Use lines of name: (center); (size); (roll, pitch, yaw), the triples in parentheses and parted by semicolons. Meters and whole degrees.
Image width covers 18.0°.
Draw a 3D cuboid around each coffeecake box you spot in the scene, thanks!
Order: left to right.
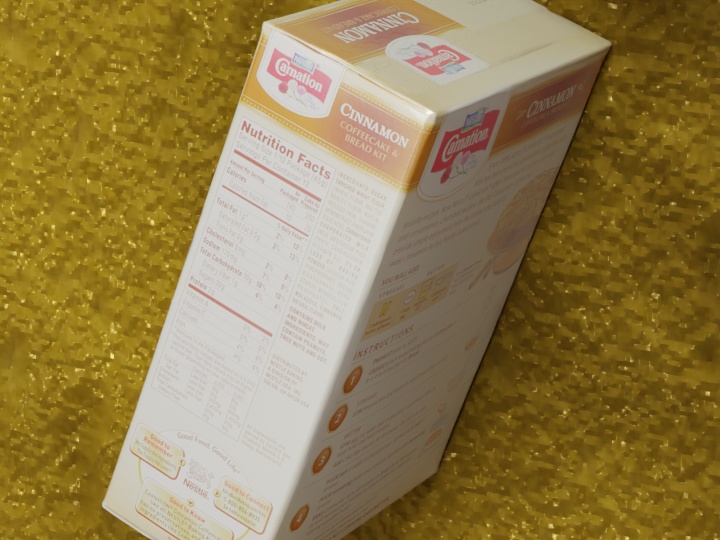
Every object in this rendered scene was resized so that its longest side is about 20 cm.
coffeecake box: (0.000, 0.000, 0.840); (0.073, 0.153, 0.200); (30, 116, 19)
